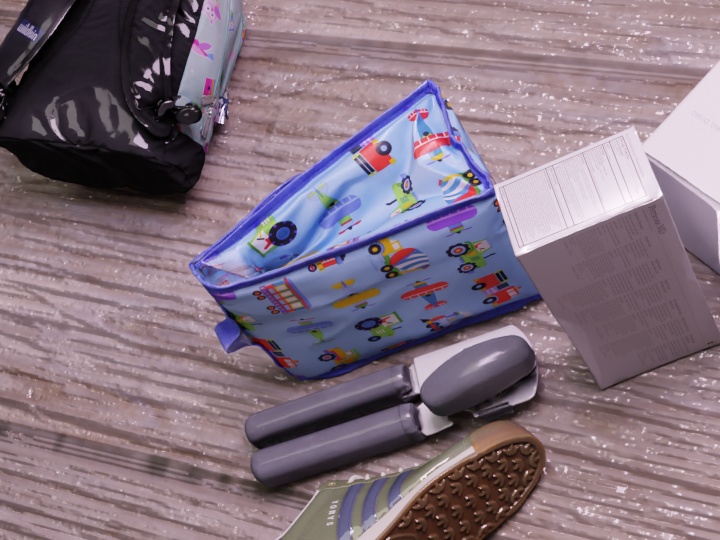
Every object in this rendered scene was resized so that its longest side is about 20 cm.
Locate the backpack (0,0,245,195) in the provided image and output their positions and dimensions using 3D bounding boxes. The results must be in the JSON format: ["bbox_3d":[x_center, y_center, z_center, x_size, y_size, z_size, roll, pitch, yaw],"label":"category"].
[{"bbox_3d":[-0.164,-0.159,1.106,0.166,0.127,0.201,10,69,13],"label":"backpack"}]

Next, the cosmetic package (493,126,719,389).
[{"bbox_3d":[0.145,-0.001,0.862,0.082,0.200,0.051,-21,59,12],"label":"cosmetic package"}]

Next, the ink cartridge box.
[{"bbox_3d":[0.264,-0.064,0.885,0.200,0.129,0.125,-46,58,-4],"label":"ink cartridge box"}]

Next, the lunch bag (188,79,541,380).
[{"bbox_3d":[0.000,0.000,0.949,0.199,0.151,0.094,-30,58,6],"label":"lunch bag"}]

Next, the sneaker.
[{"bbox_3d":[0.010,0.146,0.925,0.200,0.067,0.090,-38,38,-11],"label":"sneaker"}]

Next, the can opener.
[{"bbox_3d":[0.015,0.080,0.955,0.199,0.067,0.054,-19,60,12],"label":"can opener"}]
